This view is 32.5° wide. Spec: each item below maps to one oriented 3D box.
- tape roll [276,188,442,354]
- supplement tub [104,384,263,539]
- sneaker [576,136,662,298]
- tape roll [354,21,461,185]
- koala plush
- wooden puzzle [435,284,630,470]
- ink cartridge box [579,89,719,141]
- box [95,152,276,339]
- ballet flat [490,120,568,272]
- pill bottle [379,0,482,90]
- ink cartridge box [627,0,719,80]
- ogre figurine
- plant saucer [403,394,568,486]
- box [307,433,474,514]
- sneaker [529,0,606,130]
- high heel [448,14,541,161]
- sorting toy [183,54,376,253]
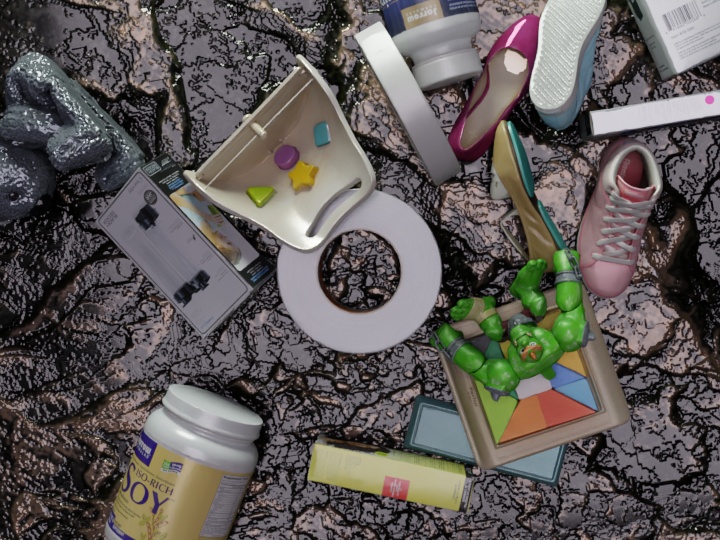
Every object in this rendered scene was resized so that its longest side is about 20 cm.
[{"bbox_3d":[0.000,0.000,1.515,0.200,0.066,0.201,0,92,3],"label":"tape roll"},{"bbox_3d":[-0.210,0.254,1.496,0.145,0.145,0.200,21,93,1],"label":"supplement tub"},{"bbox_3d":[0.310,-0.063,1.480,0.075,0.105,0.201,10,94,0],"label":"sneaker"},{"bbox_3d":[0.055,-0.194,1.435,0.037,0.203,0.203,-28,91,4],"label":"tape roll"},{"bbox_3d":[-0.400,-0.137,1.483,0.200,0.177,0.184,-43,79,4],"label":"koala plush"},{"bbox_3d":[0.210,0.128,1.514,0.200,0.037,0.185,-19,83,2],"label":"wooden puzzle"},{"bbox_3d":[0.367,-0.187,1.475,0.200,0.095,0.037,-7,92,3],"label":"ink cartridge box"},{"bbox_3d":[-0.213,-0.029,1.501,0.200,0.060,0.117,47,126,1],"label":"box"},{"bbox_3d":[0.190,-0.081,1.489,0.063,0.069,0.200,-21,105,18],"label":"ballet flat"},{"bbox_3d":[0.080,-0.322,1.473,0.111,0.111,0.200,-16,92,3],"label":"pill bottle"},{"bbox_3d":[0.392,-0.349,1.472,0.146,0.083,0.200,-24,92,4],"label":"ink cartridge box"},{"bbox_3d":[0.193,0.069,1.464,0.200,0.098,0.120,-25,64,-8],"label":"ogre figurine"},{"bbox_3d":[0.158,0.213,1.541,0.200,0.019,0.070,14,93,3],"label":"plant saucer"},{"bbox_3d":[0.038,0.249,1.520,0.200,0.075,0.050,12,93,1],"label":"box"},{"bbox_3d":[0.252,-0.263,1.497,0.074,0.082,0.200,15,72,23],"label":"sneaker"},{"bbox_3d":[0.165,-0.221,1.481,0.067,0.096,0.200,34,94,1],"label":"high heel"},{"bbox_3d":[-0.073,-0.115,1.457,0.200,0.107,0.180,-45,60,4],"label":"sorting toy"}]
